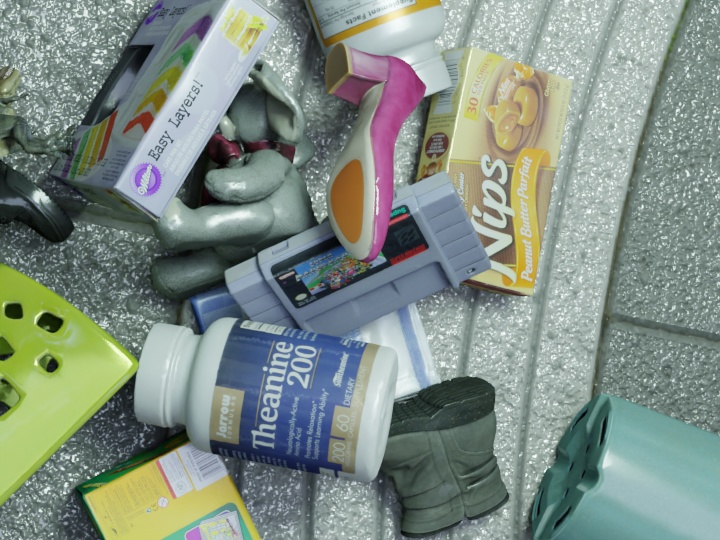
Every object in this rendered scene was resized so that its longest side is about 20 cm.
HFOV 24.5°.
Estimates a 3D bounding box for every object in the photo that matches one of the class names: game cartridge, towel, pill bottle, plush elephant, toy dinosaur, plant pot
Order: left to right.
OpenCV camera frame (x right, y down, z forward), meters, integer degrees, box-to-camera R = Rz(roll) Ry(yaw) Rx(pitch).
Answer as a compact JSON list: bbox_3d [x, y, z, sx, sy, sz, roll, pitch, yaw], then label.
[{"bbox_3d":[-0.305,0.081,1.284,0.199,0.200,0.182,-44,95,-13],"label":"plant pot"},{"bbox_3d":[-0.273,-0.105,1.307,0.088,0.200,0.048,6,116,-3],"label":"toy dinosaur"},{"bbox_3d":[-0.096,-0.088,1.371,0.199,0.165,0.156,-15,72,-5],"label":"plush elephant"},{"bbox_3d":[-0.075,0.099,1.335,0.199,0.111,0.112,10,85,7],"label":"pill bottle"},{"bbox_3d":[-0.037,0.063,1.451,0.199,0.024,0.148,-16,92,-17],"label":"towel"},{"bbox_3d":[0.000,0.000,1.363,0.199,0.130,0.039,-25,59,6],"label":"game cartridge"},{"bbox_3d":[0.008,-0.238,1.426,0.111,0.111,0.201,-22,95,-16],"label":"pill bottle"},{"bbox_3d":[0.269,0.214,1.463,0.195,0.200,0.201,27,81,-7],"label":"plant pot"}]

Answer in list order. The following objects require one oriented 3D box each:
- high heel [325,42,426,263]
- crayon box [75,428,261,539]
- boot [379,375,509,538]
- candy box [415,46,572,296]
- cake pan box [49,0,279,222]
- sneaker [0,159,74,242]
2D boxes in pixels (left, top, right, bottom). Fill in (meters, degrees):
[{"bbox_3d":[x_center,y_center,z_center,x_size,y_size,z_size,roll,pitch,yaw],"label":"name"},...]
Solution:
[{"bbox_3d":[0.023,-0.087,1.318,0.096,0.067,0.201,17,48,-33],"label":"high heel"},{"bbox_3d":[-0.142,0.246,1.396,0.118,0.058,0.201,-27,96,-16],"label":"crayon box"},{"bbox_3d":[0.037,0.178,1.441,0.199,0.068,0.131,-12,109,-17],"label":"boot"},{"bbox_3d":[0.112,-0.086,1.474,0.115,0.055,0.201,14,85,-28],"label":"candy box"},{"bbox_3d":[-0.161,-0.135,1.328,0.052,0.200,0.185,36,82,-24],"label":"cake pan box"},{"bbox_3d":[-0.339,-0.062,1.345,0.200,0.060,0.104,40,77,-7],"label":"sneaker"}]
